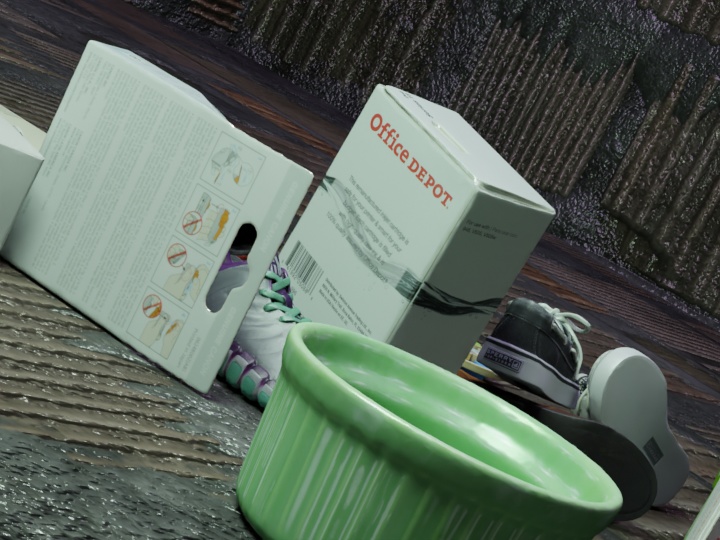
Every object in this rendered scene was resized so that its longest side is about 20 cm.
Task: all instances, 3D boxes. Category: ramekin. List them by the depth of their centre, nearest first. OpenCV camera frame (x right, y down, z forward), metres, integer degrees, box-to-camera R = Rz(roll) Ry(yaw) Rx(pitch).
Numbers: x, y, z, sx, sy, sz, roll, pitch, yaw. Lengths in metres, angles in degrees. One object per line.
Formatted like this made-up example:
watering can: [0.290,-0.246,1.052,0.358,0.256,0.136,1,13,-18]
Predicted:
ramekin: [0.030,0.117,1.002,0.199,0.098,0.200,26,8,-4]

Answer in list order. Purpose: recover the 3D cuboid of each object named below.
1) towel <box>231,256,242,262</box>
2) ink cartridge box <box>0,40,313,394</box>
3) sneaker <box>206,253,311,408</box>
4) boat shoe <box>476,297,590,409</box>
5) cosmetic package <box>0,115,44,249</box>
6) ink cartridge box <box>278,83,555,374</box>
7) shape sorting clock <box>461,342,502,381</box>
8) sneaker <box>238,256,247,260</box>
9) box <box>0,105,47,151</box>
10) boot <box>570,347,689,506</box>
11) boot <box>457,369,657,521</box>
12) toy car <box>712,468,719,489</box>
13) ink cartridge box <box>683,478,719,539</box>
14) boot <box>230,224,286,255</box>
towel: [-0.046,0.045,1.459,0.148,0.031,0.200,25,9,-15]
ink cartridge box: [-0.129,-0.036,1.222,0.199,0.161,0.047,31,10,26]
sneaker: [-0.060,0.036,1.253,0.199,0.088,0.074,31,9,26]
boat shoe: [0.136,0.058,1.441,0.073,0.068,0.199,23,-4,22]
cosmetic package: [-0.317,-0.086,1.195,0.199,0.085,0.108,22,10,-37]
ink cartridge box: [0.026,-0.006,1.309,0.083,0.201,0.147,14,25,-40]
shape sorting clock: [0.048,0.049,1.706,0.199,0.039,0.200,27,8,-4]
sneaker: [-0.134,-0.069,1.722,0.199,0.079,0.115,32,11,24]
box: [-0.248,-0.067,1.360,0.199,0.069,0.082,32,10,27]
boot: [0.200,0.113,1.520,0.095,0.073,0.200,37,-17,39]
boot: [0.121,0.126,1.470,0.187,0.069,0.200,18,3,-15]
toy car: [0.440,0.160,1.709,0.164,0.201,0.158,28,8,6]
ink cartridge box: [0.284,0.182,1.354,0.067,0.118,0.200,31,9,10]
boot: [-0.115,-0.040,1.519,0.131,0.070,0.200,9,13,20]
